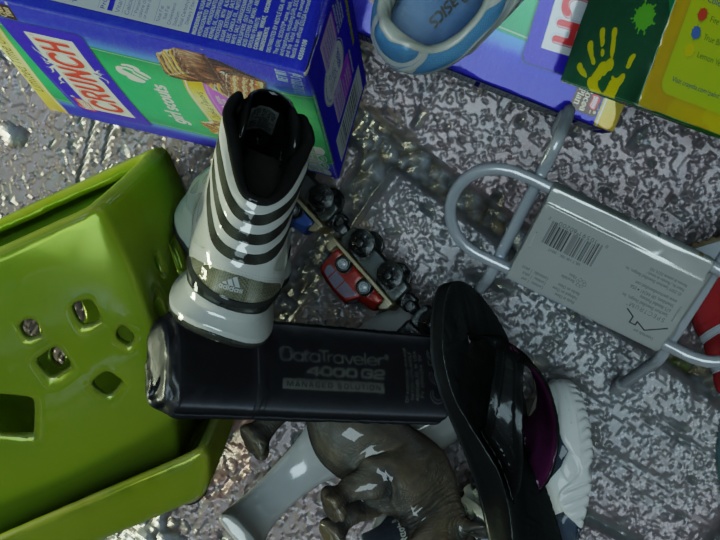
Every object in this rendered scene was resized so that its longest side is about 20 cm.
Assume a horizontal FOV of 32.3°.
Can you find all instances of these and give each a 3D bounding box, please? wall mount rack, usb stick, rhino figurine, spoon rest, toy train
[{"bbox_3d":[0.137,0.005,0.744,0.198,0.075,0.175,26,124,2],"label":"wall mount rack"},{"bbox_3d":[-0.028,0.057,0.695,0.198,0.032,0.056,7,73,-35],"label":"usb stick"},{"bbox_3d":[0.010,0.124,0.747,0.087,0.060,0.200,-36,78,-28],"label":"rhino figurine"},{"bbox_3d":[-0.007,0.107,0.821,0.199,0.061,0.100,-40,94,-4],"label":"spoon rest"},{"bbox_3d":[0.000,0.000,0.791,0.046,0.034,0.200,-43,79,10],"label":"toy train"}]

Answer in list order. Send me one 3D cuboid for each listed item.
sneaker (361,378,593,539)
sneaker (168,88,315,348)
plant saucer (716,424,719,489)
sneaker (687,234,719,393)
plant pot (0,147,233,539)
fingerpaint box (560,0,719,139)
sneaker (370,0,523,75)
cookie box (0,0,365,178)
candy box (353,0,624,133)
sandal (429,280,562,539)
[{"bbox_3d":[0.069,0.159,0.802,0.128,0.080,0.202,11,110,-5],"label":"sneaker"},{"bbox_3d":[-0.055,-0.049,0.691,0.075,0.201,0.116,18,110,-12],"label":"sneaker"},{"bbox_3d":[0.332,0.122,0.799,0.197,0.027,0.203,1,98,6],"label":"plant saucer"},{"bbox_3d":[0.300,0.022,0.748,0.197,0.071,0.114,-12,74,14],"label":"sneaker"},{"bbox_3d":[-0.181,0.057,0.758,0.198,0.199,0.183,-24,103,8],"label":"plant pot"},{"bbox_3d":[0.228,-0.154,0.695,0.198,0.073,0.169,11,102,-33],"label":"fingerpaint box"},{"bbox_3d":[0.080,-0.189,0.675,0.072,0.072,0.201,38,100,0],"label":"sneaker"},{"bbox_3d":[-0.105,-0.134,0.719,0.197,0.171,0.076,15,77,8],"label":"cookie box"},{"bbox_3d":[0.091,-0.196,0.747,0.198,0.077,0.171,21,100,1],"label":"candy box"},{"bbox_3d":[0.094,0.100,0.729,0.048,0.075,0.203,-20,85,35],"label":"sandal"}]
